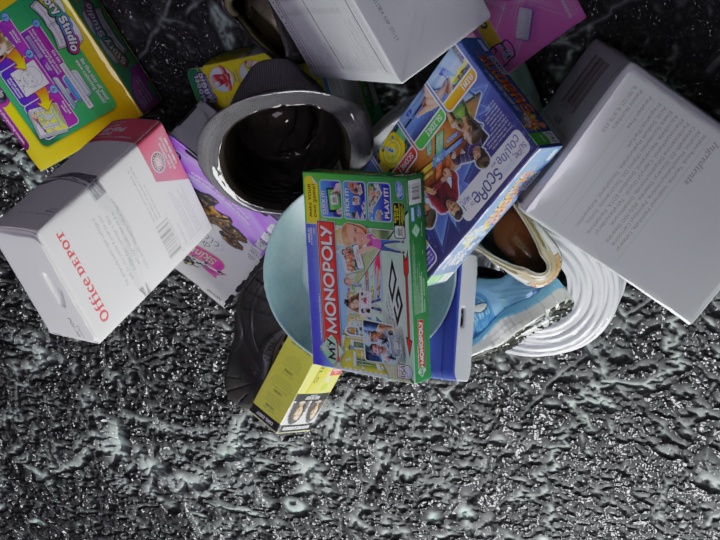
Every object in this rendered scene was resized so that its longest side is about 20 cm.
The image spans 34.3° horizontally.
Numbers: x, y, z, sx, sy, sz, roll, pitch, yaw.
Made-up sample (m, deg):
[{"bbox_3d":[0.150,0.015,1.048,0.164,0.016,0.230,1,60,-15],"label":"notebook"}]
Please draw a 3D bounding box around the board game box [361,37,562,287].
[{"bbox_3d":[0.085,-0.098,1.091,0.135,0.034,0.200,58,134,21],"label":"board game box"}]

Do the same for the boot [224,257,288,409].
[{"bbox_3d":[-0.082,0.053,1.364,0.073,0.151,0.200,24,113,19],"label":"boot"}]

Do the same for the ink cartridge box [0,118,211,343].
[{"bbox_3d":[-0.266,-0.044,1.220,0.083,0.200,0.147,7,132,36],"label":"ink cartridge box"}]

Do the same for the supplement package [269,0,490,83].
[{"bbox_3d":[0.008,-0.252,1.085,0.114,0.110,0.200,58,165,-23],"label":"supplement package"}]

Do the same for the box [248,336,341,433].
[{"bbox_3d":[-0.046,0.085,1.304,0.050,0.075,0.200,34,102,28],"label":"box"}]

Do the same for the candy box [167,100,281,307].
[{"bbox_3d":[-0.168,-0.070,1.341,0.168,0.072,0.200,38,141,-5],"label":"candy box"}]

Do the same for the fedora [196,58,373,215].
[{"bbox_3d":[-0.079,-0.146,1.187,0.177,0.090,0.200,-13,146,3],"label":"fedora"}]

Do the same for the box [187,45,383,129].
[{"bbox_3d":[-0.085,-0.193,1.289,0.200,0.048,0.117,-8,116,21],"label":"box"}]

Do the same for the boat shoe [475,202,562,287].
[{"bbox_3d":[0.120,-0.063,1.151,0.200,0.068,0.075,40,97,7],"label":"boat shoe"}]

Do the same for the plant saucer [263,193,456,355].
[{"bbox_3d":[0.000,0.000,1.222,0.201,0.039,0.201,0,98,3],"label":"plant saucer"}]

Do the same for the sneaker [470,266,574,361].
[{"bbox_3d":[0.138,0.041,1.255,0.200,0.078,0.090,-34,71,39],"label":"sneaker"}]

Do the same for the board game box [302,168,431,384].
[{"bbox_3d":[0.005,0.003,1.145,0.135,0.029,0.200,6,105,39],"label":"board game box"}]

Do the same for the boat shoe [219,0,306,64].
[{"bbox_3d":[-0.113,-0.289,1.204,0.200,0.065,0.073,45,133,16],"label":"boat shoe"}]

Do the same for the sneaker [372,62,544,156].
[{"bbox_3d":[0.099,-0.138,1.219,0.200,0.074,0.118,-30,107,14],"label":"sneaker"}]

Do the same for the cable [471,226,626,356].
[{"bbox_3d":[0.190,0.000,1.285,0.200,0.069,0.200,2,119,19],"label":"cable"}]

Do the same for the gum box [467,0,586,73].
[{"bbox_3d":[0.113,-0.294,1.113,0.200,0.113,0.066,57,165,-15],"label":"gum box"}]

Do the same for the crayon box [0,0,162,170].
[{"bbox_3d":[-0.356,-0.239,1.351,0.172,0.058,0.200,-23,109,27],"label":"crayon box"}]

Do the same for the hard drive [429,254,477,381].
[{"bbox_3d":[0.053,0.049,1.290,0.200,0.025,0.132,-1,84,57],"label":"hard drive"}]

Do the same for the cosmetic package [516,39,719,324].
[{"bbox_3d":[0.267,-0.089,1.110,0.200,0.167,0.166,33,104,-9],"label":"cosmetic package"}]
